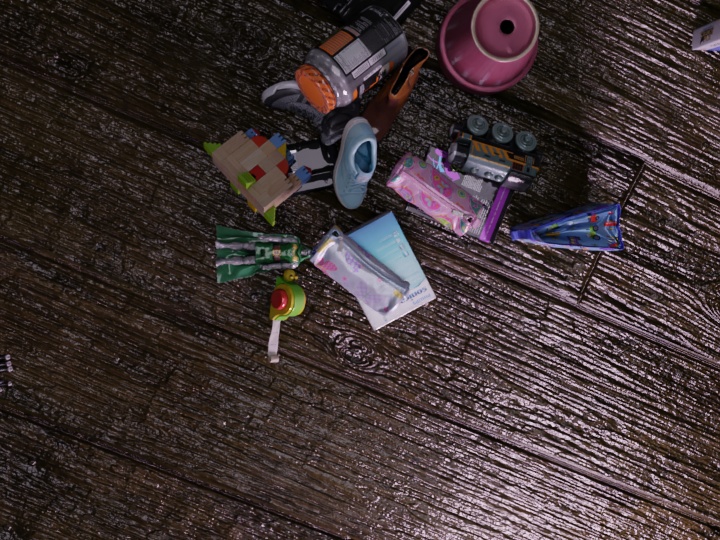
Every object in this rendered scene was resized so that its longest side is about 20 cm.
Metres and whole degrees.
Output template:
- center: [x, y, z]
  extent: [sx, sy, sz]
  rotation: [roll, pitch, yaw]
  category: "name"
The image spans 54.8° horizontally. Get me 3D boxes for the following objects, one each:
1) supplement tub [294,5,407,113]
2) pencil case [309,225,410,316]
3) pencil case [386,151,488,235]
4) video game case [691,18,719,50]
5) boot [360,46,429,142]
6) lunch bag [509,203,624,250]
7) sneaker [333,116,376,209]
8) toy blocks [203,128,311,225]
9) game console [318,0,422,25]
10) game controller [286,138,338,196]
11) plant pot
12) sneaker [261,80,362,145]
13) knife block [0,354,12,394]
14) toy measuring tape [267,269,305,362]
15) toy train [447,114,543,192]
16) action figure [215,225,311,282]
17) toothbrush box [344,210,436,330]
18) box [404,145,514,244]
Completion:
- center: [-0.019, -0.393, 1.304]
  extent: [0.200, 0.123, 0.123]
  rotation: [-41, 97, -14]
  category: "supplement tub"
- center: [0.000, 0.000, 1.333]
  extent: [0.200, 0.083, 0.091]
  rotation: [39, 129, -7]
  category: "pencil case"
- center: [0.150, -0.150, 1.377]
  extent: [0.200, 0.087, 0.088]
  rotation: [35, 93, -4]
  category: "pencil case"
- center: [0.793, -0.467, 1.361]
  extent: [0.199, 0.181, 0.046]
  rotation: [1, 97, -3]
  category: "video game case"
- center: [0.062, -0.324, 1.328]
  extent: [0.068, 0.200, 0.188]
  rotation: [40, 93, -8]
  category: "boot"
- center: [0.401, -0.078, 1.398]
  extent: [0.199, 0.151, 0.094]
  rotation: [-8, 96, -2]
  category: "lunch bag"
- center: [-0.009, -0.193, 1.359]
  extent: [0.074, 0.082, 0.200]
  rotation: [-8, 132, -14]
  category: "sneaker"
- center: [-0.188, -0.208, 1.360]
  extent: [0.137, 0.100, 0.200]
  rotation: [-42, 84, -17]
  category: "toy blocks"
- center: [0.019, -0.575, 1.391]
  extent: [0.200, 0.116, 0.176]
  rotation: [-48, 126, 3]
  category: "game console"
- center: [-0.140, -0.205, 1.418]
  extent: [0.199, 0.042, 0.105]
  rotation: [-12, 82, -2]
  category: "game controller"
- center: [0.256, -0.450, 1.336]
  extent: [0.199, 0.179, 0.201]
  rotation: [0, 96, -2]
  category: "plant pot"
- center: [-0.094, -0.310, 1.374]
  extent: [0.199, 0.075, 0.114]
  rotation: [-1, 81, -6]
  category: "sneaker"
- center: [-0.823, 0.206, 1.410]
  extent: [0.200, 0.064, 0.176]
  rotation: [38, 93, -6]
  category: "knife block"
- center: [-0.152, 0.097, 1.427]
  extent: [0.073, 0.074, 0.201]
  rotation: [8, 95, -4]
  category: "toy measuring tape"
- center: [0.269, -0.233, 1.392]
  extent: [0.199, 0.085, 0.114]
  rotation: [17, 66, -7]
  category: "toy train"
- center: [-0.195, -0.037, 1.423]
  extent: [0.199, 0.055, 0.119]
  rotation: [-2, 94, -7]
  category: "action figure"
- center: [0.043, -0.002, 1.420]
  extent: [0.146, 0.085, 0.200]
  rotation: [-29, 96, 1]
  category: "toothbrush box"
- center: [0.208, -0.156, 1.438]
  extent: [0.200, 0.036, 0.143]
  rotation: [21, 94, -6]
  category: "box"
